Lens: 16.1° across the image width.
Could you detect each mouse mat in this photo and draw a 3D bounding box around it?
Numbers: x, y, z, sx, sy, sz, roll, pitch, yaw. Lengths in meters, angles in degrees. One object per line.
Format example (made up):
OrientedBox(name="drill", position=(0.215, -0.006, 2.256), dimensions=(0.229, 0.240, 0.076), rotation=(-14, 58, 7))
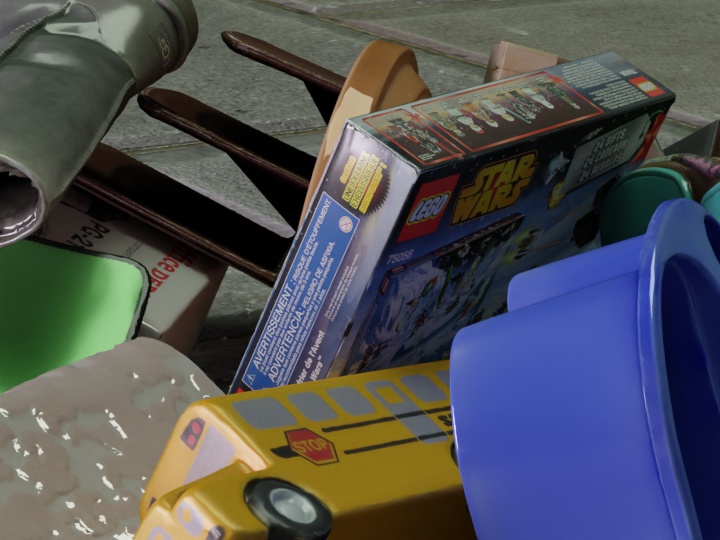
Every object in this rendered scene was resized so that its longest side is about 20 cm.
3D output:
OrientedBox(name="mouse mat", position=(-0.199, 0.037, 1.056), dimensions=(0.199, 0.008, 0.161), rotation=(12, 51, 4))

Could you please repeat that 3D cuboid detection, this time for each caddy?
OrientedBox(name="caddy", position=(0.110, 0.077, 0.864), dimensions=(0.105, 0.201, 0.141), rotation=(-11, 13, 24))

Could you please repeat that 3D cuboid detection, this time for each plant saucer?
OrientedBox(name="plant saucer", position=(0.000, 0.000, 1.116), dimensions=(0.032, 0.201, 0.200), rotation=(13, 17, 7))

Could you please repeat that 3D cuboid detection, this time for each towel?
OrientedBox(name="towel", position=(-0.072, 0.103, 0.904), dimensions=(0.191, 0.032, 0.200), rotation=(36, 28, 21))

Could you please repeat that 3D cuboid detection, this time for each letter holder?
OrientedBox(name="letter holder", position=(-0.072, -0.071, 1.279), dimensions=(0.142, 0.101, 0.200), rotation=(26, 5, -2))

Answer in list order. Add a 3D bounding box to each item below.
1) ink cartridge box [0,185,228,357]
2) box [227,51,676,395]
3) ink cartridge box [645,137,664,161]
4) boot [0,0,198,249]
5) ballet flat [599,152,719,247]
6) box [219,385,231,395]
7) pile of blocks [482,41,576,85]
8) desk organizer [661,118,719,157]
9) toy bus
OrientedBox(name="ink cartridge box", position=(-0.175, 0.000, 1.187), dimensions=(0.199, 0.085, 0.145), rotation=(28, 18, 2))
OrientedBox(name="box", position=(0.039, -0.009, 1.013), dimensions=(0.040, 0.137, 0.200), rotation=(37, 29, 23))
OrientedBox(name="ink cartridge box", position=(0.075, -0.008, 1.274), dimensions=(0.200, 0.044, 0.173), rotation=(-34, 22, -16))
OrientedBox(name="boot", position=(-0.178, -0.072, 1.134), dimensions=(0.181, 0.073, 0.200), rotation=(-3, 33, 25))
OrientedBox(name="ballet flat", position=(0.153, -0.018, 0.973), dimensions=(0.071, 0.069, 0.200), rotation=(-11, -1, -12))
OrientedBox(name="box", position=(-0.149, 0.085, 1.077), dimensions=(0.199, 0.050, 0.075), rotation=(-2, 18, -7))
OrientedBox(name="pile of blocks", position=(0.069, -0.024, 1.146), dimensions=(0.062, 0.200, 0.082), rotation=(13, 55, -5))
OrientedBox(name="desk organizer", position=(0.166, 0.011, 1.308), dimensions=(0.072, 0.077, 0.200), rotation=(-29, 19, 27))
OrientedBox(name="toy bus", position=(-0.006, 0.081, 0.894), dimensions=(0.200, 0.065, 0.078), rotation=(-7, 42, -49))
